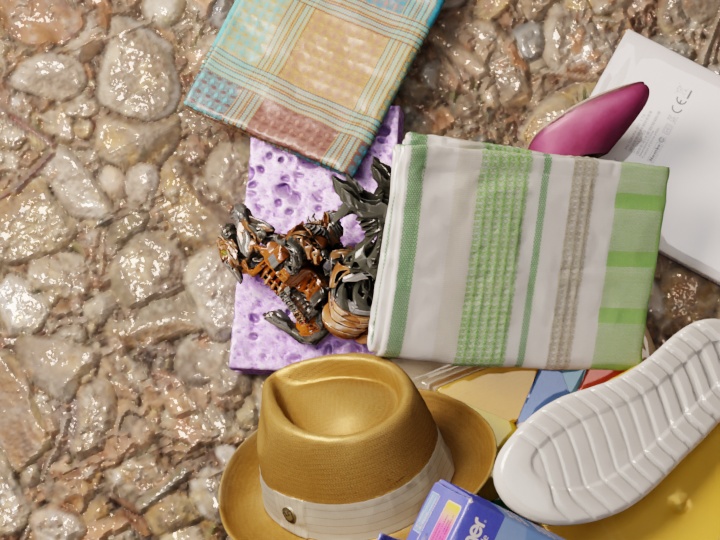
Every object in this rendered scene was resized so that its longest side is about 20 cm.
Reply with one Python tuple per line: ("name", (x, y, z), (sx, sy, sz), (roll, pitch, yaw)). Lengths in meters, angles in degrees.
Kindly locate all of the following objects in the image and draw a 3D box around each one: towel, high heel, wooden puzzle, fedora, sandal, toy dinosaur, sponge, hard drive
("towel", (-0.025, -0.181, 1.257), (0.146, 0.022, 0.201), (23, 76, 14))
("high heel", (0.139, -0.042, 1.190), (0.200, 0.067, 0.096), (-40, 73, 27))
("wooden puzzle", (0.134, 0.119, 1.203), (0.184, 0.037, 0.201), (-22, 79, 3))
("fedora", (-0.011, 0.110, 1.129), (0.200, 0.201, 0.082), (-15, 118, 4))
("sandal", (0.177, 0.106, 1.125), (0.202, 0.050, 0.083), (-28, 77, -15))
("toy dinosaur", (0.000, 0.000, 1.192), (0.199, 0.102, 0.136), (21, 110, -9))
("towel", (0.106, -0.009, 1.144), (0.199, 0.031, 0.150), (5, 101, -20))
("sponge", (-0.032, -0.022, 1.248), (0.111, 0.030, 0.201), (4, 82, 8))
("hard drive", (0.248, -0.069, 1.223), (0.199, 0.025, 0.132), (29, 86, 10))

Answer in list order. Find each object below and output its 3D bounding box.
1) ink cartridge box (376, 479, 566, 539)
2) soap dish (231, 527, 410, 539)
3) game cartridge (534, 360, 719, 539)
("ink cartridge box", (0.083, 0.219, 1.032), (0.199, 0.076, 0.137), (27, 85, -11))
("soap dish", (-0.041, 0.241, 1.151), (0.199, 0.158, 0.081), (-12, 43, 5))
("game cartridge", (0.211, 0.160, 1.134), (0.176, 0.032, 0.201), (-28, 63, 0))
